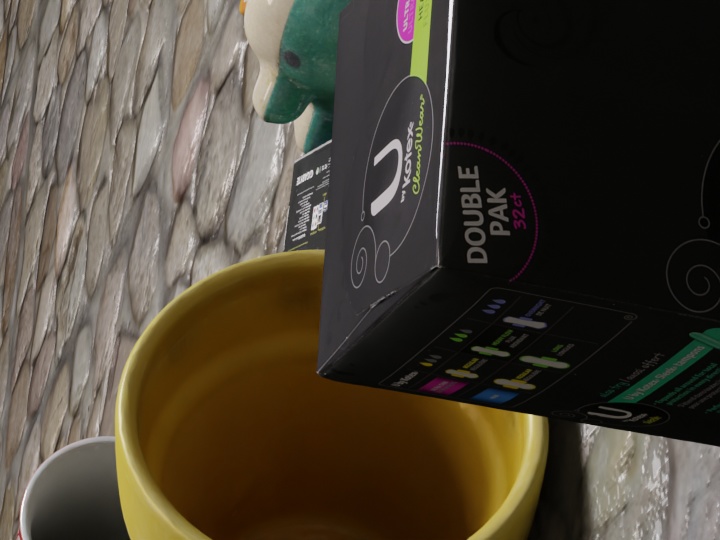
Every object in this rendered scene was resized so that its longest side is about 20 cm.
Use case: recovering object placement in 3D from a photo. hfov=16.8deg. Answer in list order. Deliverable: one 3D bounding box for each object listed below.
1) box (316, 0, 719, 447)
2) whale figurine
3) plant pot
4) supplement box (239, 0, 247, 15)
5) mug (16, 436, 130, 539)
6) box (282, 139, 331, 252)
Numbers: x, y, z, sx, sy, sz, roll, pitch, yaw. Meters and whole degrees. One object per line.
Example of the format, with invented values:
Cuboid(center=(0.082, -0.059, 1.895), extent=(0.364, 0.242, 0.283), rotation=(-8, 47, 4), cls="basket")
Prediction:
Cuboid(center=(0.099, -0.031, 0.843), extent=(0.124, 0.200, 0.149), rotation=(135, 142, -63), cls="box")
Cuboid(center=(0.001, -0.137, 1.440), extent=(0.159, 0.104, 0.200), rotation=(-52, -19, -27), cls="whale figurine")
Cuboid(center=(-0.019, 0.124, 1.185), extent=(0.189, 0.200, 0.201), rotation=(97, 172, -48), cls="plant pot")
Cuboid(center=(-0.030, -0.265, 1.652), extent=(0.067, 0.069, 0.200), rotation=(-178, 96, -75), cls="supplement box")
Cuboid(center=(-0.184, 0.215, 1.829), extent=(0.134, 0.177, 0.200), rotation=(55, 151, 14), cls="mug")
Cuboid(center=(0.000, 0.000, 1.420), extent=(0.200, 0.049, 0.160), rotation=(157, 119, -70), cls="box")
